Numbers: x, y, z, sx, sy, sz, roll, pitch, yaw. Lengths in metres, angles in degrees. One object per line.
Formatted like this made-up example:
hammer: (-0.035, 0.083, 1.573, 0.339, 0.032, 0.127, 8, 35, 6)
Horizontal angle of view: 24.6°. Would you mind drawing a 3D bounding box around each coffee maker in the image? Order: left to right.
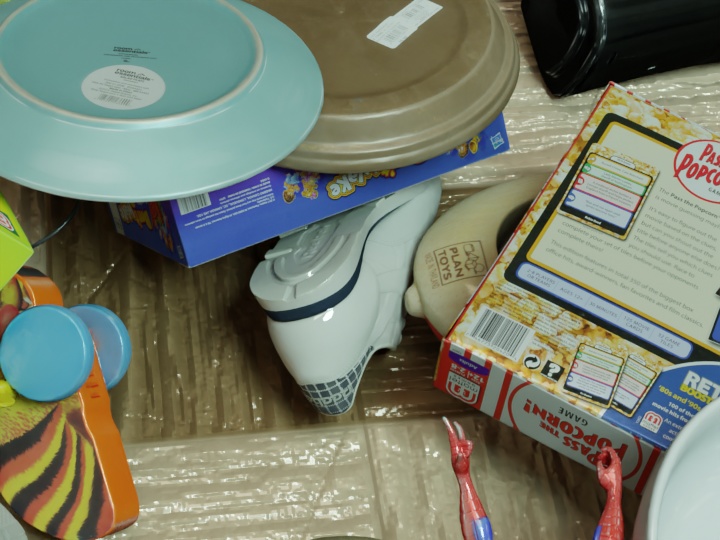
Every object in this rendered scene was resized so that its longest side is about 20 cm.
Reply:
coffee maker: (0.214, -0.177, 1.040, 0.199, 0.135, 0.193, -13, 53, -14)

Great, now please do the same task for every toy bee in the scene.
toy bee: (-0.173, 0.039, 0.841, 0.108, 0.131, 0.201, -8, 66, 14)

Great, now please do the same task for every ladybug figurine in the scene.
ladybug figurine: (0.120, 0.010, 0.915, 0.199, 0.072, 0.136, -4, 52, -9)

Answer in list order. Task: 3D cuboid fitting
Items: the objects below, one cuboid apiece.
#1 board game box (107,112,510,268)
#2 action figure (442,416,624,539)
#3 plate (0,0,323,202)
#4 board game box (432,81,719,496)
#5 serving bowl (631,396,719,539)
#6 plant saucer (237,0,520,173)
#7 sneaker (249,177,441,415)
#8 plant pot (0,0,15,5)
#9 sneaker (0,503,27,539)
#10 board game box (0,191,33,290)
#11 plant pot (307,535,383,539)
board game box: (-0.035, -0.066, 0.939, 0.199, 0.045, 0.134, -21, 18, -20)
action figure: (0.093, 0.113, 0.734, 0.065, 0.200, 0.100, -9, 80, 21)
plate: (-0.117, -0.103, 0.832, 0.199, 0.026, 0.201, 4, 39, -3)
board game box: (0.150, 0.010, 0.842, 0.151, 0.046, 0.200, 28, 56, 13)
serving bowl: (0.198, 0.149, 0.710, 0.199, 0.066, 0.201, 11, 57, -17)
plant saucer: (-0.011, -0.127, 0.909, 0.199, 0.030, 0.201, 1, 43, -1)
sneaker: (0.000, 0.000, 0.922, 0.076, 0.081, 0.200, -11, 23, 29)
plant pot: (-0.197, -0.149, 0.975, 0.199, 0.187, 0.188, 19, 49, -11)
sneaker: (-0.174, 0.194, 0.757, 0.082, 0.077, 0.201, -33, 54, 4)
board game box: (-0.253, 0.028, 0.803, 0.200, 0.048, 0.102, -47, 42, 7)
plant pot: (-0.005, 0.193, 0.713, 0.199, 0.135, 0.201, 3, 49, -3)
